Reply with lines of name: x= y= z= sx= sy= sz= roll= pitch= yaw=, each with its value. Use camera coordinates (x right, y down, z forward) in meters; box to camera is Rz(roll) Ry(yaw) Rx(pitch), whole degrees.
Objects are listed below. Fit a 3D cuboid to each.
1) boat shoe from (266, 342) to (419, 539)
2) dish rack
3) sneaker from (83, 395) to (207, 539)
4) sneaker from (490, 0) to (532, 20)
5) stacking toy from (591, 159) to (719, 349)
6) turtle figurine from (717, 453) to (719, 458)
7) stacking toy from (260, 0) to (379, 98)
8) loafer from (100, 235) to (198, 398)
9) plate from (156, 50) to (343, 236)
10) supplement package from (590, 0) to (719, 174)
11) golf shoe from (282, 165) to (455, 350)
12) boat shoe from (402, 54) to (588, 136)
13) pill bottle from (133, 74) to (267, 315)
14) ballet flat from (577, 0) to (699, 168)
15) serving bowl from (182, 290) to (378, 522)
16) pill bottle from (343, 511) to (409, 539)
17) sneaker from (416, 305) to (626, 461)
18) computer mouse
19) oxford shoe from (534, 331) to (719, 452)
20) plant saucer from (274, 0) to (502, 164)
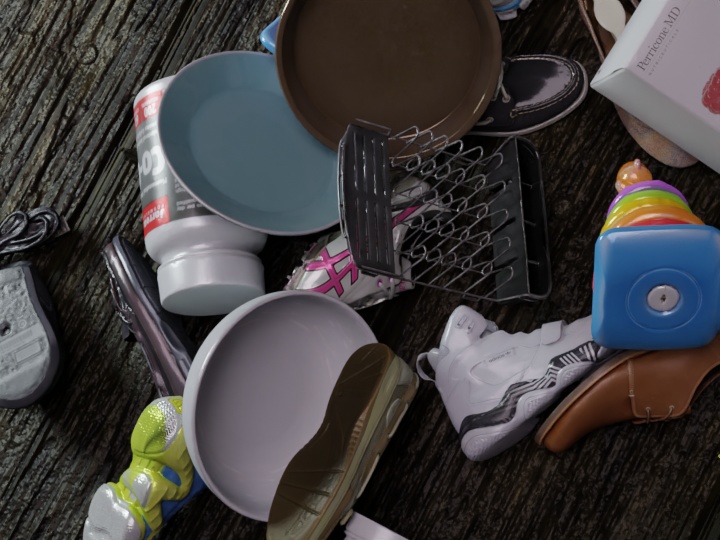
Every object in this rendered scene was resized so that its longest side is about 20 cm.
boat shoe: x=-0.011 y=0.162 z=1.557 sx=0.073 sy=0.063 sz=0.202 roll=4 pitch=62 yaw=46
dish rack: x=0.070 y=-0.054 z=1.568 sx=0.054 sy=0.199 sz=0.155 roll=-31 pitch=55 yaw=47
sneaker: x=-0.171 y=0.200 z=1.635 sx=0.201 sy=0.104 sz=0.076 roll=-59 pitch=45 yaw=28
sneaker: x=0.057 y=-0.278 z=1.689 sx=0.198 sy=0.087 sz=0.076 roll=0 pitch=77 yaw=17
stacking toy: x=0.242 y=-0.031 z=1.535 sx=0.109 sy=0.117 sz=0.201 roll=-1 pitch=33 yaw=1
turtle figurine: x=0.361 y=0.098 z=1.511 sx=0.199 sy=0.064 sz=0.162 roll=28 pitch=94 yaw=6
stacking toy: x=0.006 y=-0.263 z=1.636 sx=0.109 sy=0.116 sz=0.201 roll=33 pitch=122 yaw=3
loafer: x=-0.194 y=0.061 z=1.680 sx=0.063 sy=0.072 sz=0.201 roll=-36 pitch=72 yaw=9
plate: x=-0.087 y=-0.109 z=1.618 sx=0.199 sy=0.026 sz=0.201 roll=12 pitch=53 yaw=-16
supplement package: x=0.314 y=-0.156 z=1.525 sx=0.199 sy=0.120 sz=0.122 roll=32 pitch=86 yaw=-5
golf shoe: x=0.000 y=0.000 z=1.637 sx=0.092 sy=0.073 sz=0.200 roll=37 pitch=87 yaw=20
boat shoe: x=0.105 y=-0.163 z=1.657 sx=0.198 sy=0.060 sz=0.075 roll=-4 pitch=74 yaw=15
pill bottle: x=-0.145 y=-0.068 z=1.674 sx=0.113 sy=0.114 sz=0.202 roll=-11 pitch=72 yaw=13
ballet flat: x=0.243 y=-0.182 z=1.619 sx=0.068 sy=0.067 sz=0.201 roll=-30 pitch=70 yaw=7
serving bowl: x=-0.074 y=0.113 z=1.586 sx=0.066 sy=0.199 sz=0.201 roll=14 pitch=77 yaw=55
pill bottle: x=-0.017 y=0.310 z=1.538 sx=0.112 sy=0.112 sz=0.201 roll=25 pitch=83 yaw=20
sneaker: x=0.144 y=0.063 z=1.577 sx=0.200 sy=0.075 sz=0.115 roll=-39 pitch=71 yaw=6
computer mouse: x=-0.324 y=0.047 z=1.733 sx=0.138 sy=0.053 sz=0.201 roll=-22 pitch=60 yaw=8
oxford shoe: x=0.239 y=0.103 z=1.544 sx=0.199 sy=0.071 sz=0.072 roll=-33 pitch=73 yaw=4
plant saucer: x=0.024 y=-0.192 z=1.602 sx=0.198 sy=0.030 sz=0.202 roll=0 pitch=111 yaw=1
